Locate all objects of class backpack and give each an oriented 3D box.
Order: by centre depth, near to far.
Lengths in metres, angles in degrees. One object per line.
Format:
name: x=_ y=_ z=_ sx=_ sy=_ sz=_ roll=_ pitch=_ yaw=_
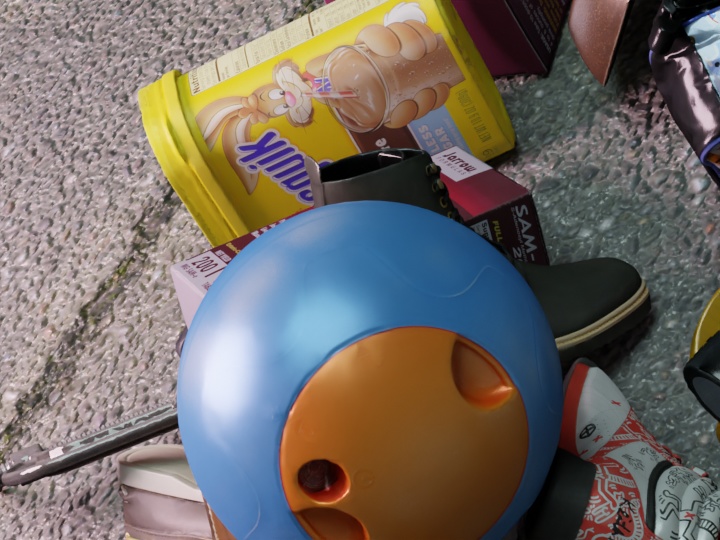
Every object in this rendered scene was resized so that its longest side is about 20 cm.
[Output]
backpack: x=0.272 y=-0.105 z=1.624 sx=0.190 sy=0.200 sz=0.155 roll=-33 pitch=73 yaw=6

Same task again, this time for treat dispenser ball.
treat dispenser ball: x=0.005 y=0.065 z=1.508 sx=0.200 sy=0.201 sz=0.202 roll=-19 pitch=43 yaw=18

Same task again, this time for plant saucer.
plant saucer: x=0.165 y=-0.214 z=1.797 sx=0.036 sy=0.201 sz=0.201 roll=18 pitch=57 yaw=5

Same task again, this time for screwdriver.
screwdriver: x=-0.099 y=0.060 z=1.771 sx=0.028 sy=0.029 sz=0.200 roll=-60 pitch=9 yaw=11

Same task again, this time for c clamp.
c clamp: x=-0.147 y=0.096 z=1.784 sx=0.199 sy=0.027 sz=0.171 roll=-21 pitch=-1 yaw=0

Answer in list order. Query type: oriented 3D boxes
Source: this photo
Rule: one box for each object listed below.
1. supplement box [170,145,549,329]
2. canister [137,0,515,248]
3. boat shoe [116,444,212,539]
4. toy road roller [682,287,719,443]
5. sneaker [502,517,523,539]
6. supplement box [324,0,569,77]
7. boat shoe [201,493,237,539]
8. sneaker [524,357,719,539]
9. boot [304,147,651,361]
supplement box: x=0.000 y=0.000 z=1.742 sx=0.199 sy=0.061 sz=0.109 roll=-23 pitch=25 yaw=-17
canister: x=-0.019 y=-0.094 z=1.839 sx=0.199 sy=0.149 sz=0.087 roll=-25 pitch=41 yaw=9
boat shoe: x=-0.063 y=0.152 z=1.701 sx=0.199 sy=0.060 sz=0.072 roll=13 pitch=19 yaw=37
toy road roller: x=0.263 y=0.075 z=1.529 sx=0.200 sy=0.146 sz=0.123 roll=40 pitch=76 yaw=11
sneaker: x=0.018 y=0.114 z=1.650 sx=0.099 sy=0.075 sz=0.200 roll=-10 pitch=22 yaw=-28
supplement box: x=0.072 y=-0.229 z=1.938 sx=0.130 sy=0.103 sz=0.201 roll=-4 pitch=50 yaw=29
boat shoe: x=-0.050 y=0.177 z=1.600 sx=0.074 sy=0.075 sz=0.201 roll=-32 pitch=76 yaw=32
sneaker: x=0.150 y=0.116 z=1.590 sx=0.201 sy=0.107 sz=0.068 roll=-71 pitch=3 yaw=-72
boot: x=0.067 y=-0.015 z=1.664 sx=0.199 sy=0.139 sz=0.077 roll=-14 pitch=20 yaw=-20
